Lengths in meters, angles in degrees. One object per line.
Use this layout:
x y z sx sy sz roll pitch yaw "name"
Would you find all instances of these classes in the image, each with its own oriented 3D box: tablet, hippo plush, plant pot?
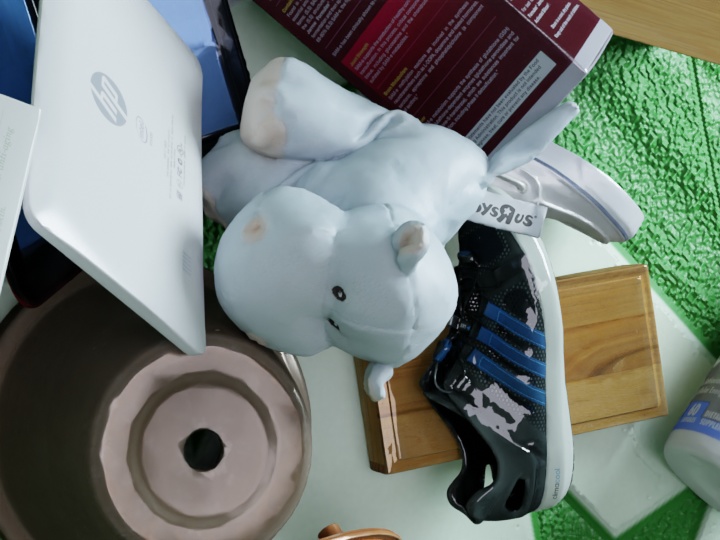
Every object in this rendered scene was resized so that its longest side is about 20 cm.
-0.114 -0.068 0.729 0.130 0.014 0.201 45 29 -44 "tablet"
0.000 0.000 0.783 0.198 0.162 0.160 11 128 -1 "hippo plush"
-0.104 0.091 0.803 0.198 0.174 0.203 0 90 -20 "plant pot"

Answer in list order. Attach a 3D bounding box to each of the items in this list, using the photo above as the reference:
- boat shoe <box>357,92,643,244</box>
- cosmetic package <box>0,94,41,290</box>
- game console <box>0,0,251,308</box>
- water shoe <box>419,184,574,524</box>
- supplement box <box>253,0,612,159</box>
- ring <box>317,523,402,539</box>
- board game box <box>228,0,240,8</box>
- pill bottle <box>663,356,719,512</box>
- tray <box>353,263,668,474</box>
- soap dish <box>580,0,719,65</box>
0.081 -0.059 0.936 0.199 0.074 0.066 29 84 -7 "boat shoe"
-0.219 -0.009 0.682 0.084 0.200 0.109 18 70 -24 "cosmetic package"
-0.136 -0.107 0.801 0.171 0.119 0.202 -20 106 -14 "game console"
0.074 0.052 0.881 0.078 0.071 0.202 -14 97 -21 "water shoe"
0.028 -0.152 0.838 0.200 0.109 0.061 40 40 -4 "supplement box"
-0.065 0.194 0.818 0.199 0.201 0.019 -25 65 -19 "ring"
-0.113 -0.255 0.886 0.200 0.026 0.201 -40 102 -17 "board game box"
0.296 0.068 0.983 0.114 0.114 0.201 40 76 -15 "pill bottle"
0.096 0.060 0.951 0.198 0.037 0.100 -9 92 -21 "tray"
0.160 -0.187 0.922 0.198 0.157 0.082 12 106 -19 "soap dish"
